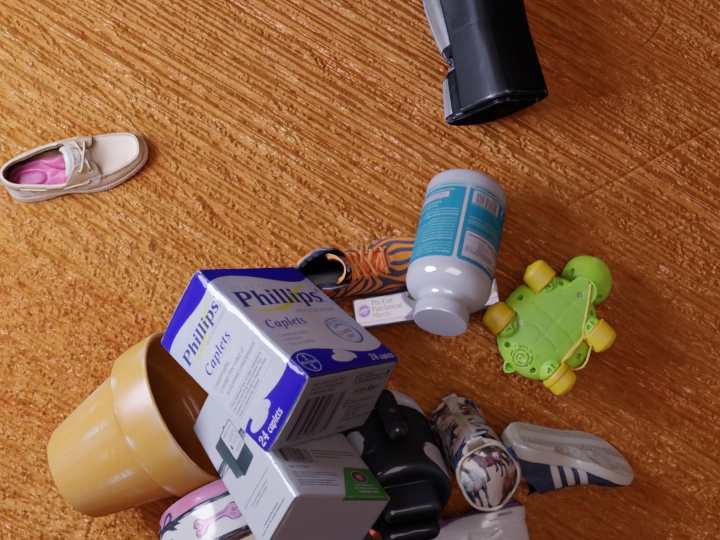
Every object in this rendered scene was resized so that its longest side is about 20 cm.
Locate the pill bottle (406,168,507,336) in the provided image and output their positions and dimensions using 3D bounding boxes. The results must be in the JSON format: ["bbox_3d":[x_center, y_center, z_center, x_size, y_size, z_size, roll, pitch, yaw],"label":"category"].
[{"bbox_3d":[0.120,-0.021,1.150,0.109,0.111,0.202,15,61,1],"label":"pill bottle"}]

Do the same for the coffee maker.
[{"bbox_3d":[0.167,-0.310,1.176,0.133,0.192,0.203,-13,85,-19],"label":"coffee maker"}]

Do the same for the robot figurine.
[{"bbox_3d":[0.038,0.239,1.107,0.124,0.201,0.151,28,114,-30],"label":"robot figurine"}]

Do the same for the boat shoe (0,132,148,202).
[{"bbox_3d":[-0.386,-0.141,1.207,0.197,0.069,0.075,-19,84,-3],"label":"boat shoe"}]

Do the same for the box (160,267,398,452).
[{"bbox_3d":[-0.091,0.093,1.039,0.199,0.183,0.106,38,111,28],"label":"box"}]

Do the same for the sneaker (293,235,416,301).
[{"bbox_3d":[0.000,0.000,1.173,0.197,0.112,0.079,-18,83,-3],"label":"sneaker"}]

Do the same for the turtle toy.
[{"bbox_3d":[0.255,0.060,1.175,0.200,0.101,0.146,-45,85,-6],"label":"turtle toy"}]

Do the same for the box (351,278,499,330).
[{"bbox_3d":[0.088,0.046,1.206,0.197,0.039,0.042,-8,81,-2],"label":"box"}]

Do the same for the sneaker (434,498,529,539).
[{"bbox_3d":[0.126,0.360,1.146,0.197,0.075,0.101,-12,85,-7],"label":"sneaker"}]

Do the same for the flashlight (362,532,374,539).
[{"bbox_3d":[0.014,0.388,1.094,0.067,0.202,0.068,21,55,44],"label":"flashlight"}]

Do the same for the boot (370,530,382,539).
[{"bbox_3d":[-0.035,0.377,1.131,0.200,0.107,0.075,-43,82,-8],"label":"boot"}]

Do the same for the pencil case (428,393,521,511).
[{"bbox_3d":[0.137,0.216,1.110,0.077,0.200,0.091,-9,100,-5],"label":"pencil case"}]

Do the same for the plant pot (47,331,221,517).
[{"bbox_3d":[-0.277,0.208,1.117,0.182,0.200,0.202,-29,84,12],"label":"plant pot"}]

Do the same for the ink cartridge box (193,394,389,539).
[{"bbox_3d":[-0.083,0.218,1.029,0.200,0.145,0.084,48,114,42],"label":"ink cartridge box"}]

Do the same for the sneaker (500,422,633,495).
[{"bbox_3d":[0.258,0.258,1.170,0.197,0.075,0.085,17,117,-16],"label":"sneaker"}]

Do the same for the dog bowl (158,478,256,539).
[{"bbox_3d":[-0.156,0.311,1.100,0.198,0.201,0.074,-25,65,-4],"label":"dog bowl"}]
